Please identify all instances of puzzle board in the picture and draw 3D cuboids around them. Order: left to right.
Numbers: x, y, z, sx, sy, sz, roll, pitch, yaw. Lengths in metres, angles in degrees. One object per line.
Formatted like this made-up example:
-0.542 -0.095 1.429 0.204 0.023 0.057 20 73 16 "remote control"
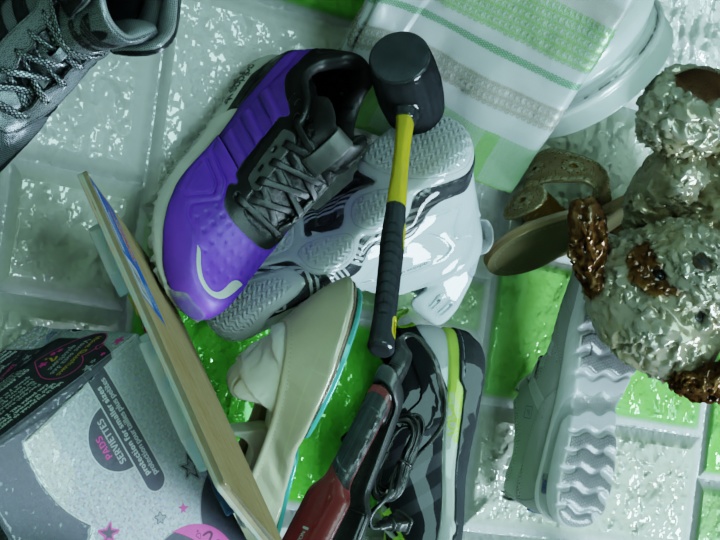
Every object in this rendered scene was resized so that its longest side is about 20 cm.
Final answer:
-0.101 0.057 1.220 0.017 0.201 0.151 -27 155 0 "puzzle board"

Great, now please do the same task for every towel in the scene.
0.073 -0.144 1.350 0.149 0.200 0.031 24 38 -8 "towel"

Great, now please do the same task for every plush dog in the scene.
0.213 -0.007 1.445 0.200 0.160 0.172 44 63 -1 "plush dog"

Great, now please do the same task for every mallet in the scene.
0.020 -0.049 1.289 0.066 0.041 0.201 73 20 -53 "mallet"

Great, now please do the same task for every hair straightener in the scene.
0.003 0.133 1.369 0.077 0.041 0.201 40 66 -44 "hair straightener"

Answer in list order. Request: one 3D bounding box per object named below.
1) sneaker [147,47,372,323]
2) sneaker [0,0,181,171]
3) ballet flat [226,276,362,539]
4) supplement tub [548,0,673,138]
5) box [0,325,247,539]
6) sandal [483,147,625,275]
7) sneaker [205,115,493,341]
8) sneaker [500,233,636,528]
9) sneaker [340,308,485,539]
-0.051 -0.061 1.306 0.070 0.099 0.201 48 51 -33 "sneaker"
-0.169 -0.122 1.207 0.075 0.114 0.200 37 81 -32 "sneaker"
-0.058 0.090 1.317 0.069 0.069 0.201 4 114 -39 "ballet flat"
0.100 -0.199 1.414 0.145 0.145 0.200 -51 120 -26 "supplement tub"
-0.152 0.148 1.240 0.132 0.114 0.201 -38 114 -31 "box"
0.142 -0.050 1.518 0.211 0.078 0.070 -10 66 -45 "sandal"
0.000 0.000 1.379 0.200 0.075 0.115 -37 135 -11 "sneaker"
0.136 0.069 1.489 0.075 0.082 0.201 26 75 -40 "sneaker"
0.024 0.126 1.427 0.082 0.072 0.201 10 84 -13 "sneaker"
